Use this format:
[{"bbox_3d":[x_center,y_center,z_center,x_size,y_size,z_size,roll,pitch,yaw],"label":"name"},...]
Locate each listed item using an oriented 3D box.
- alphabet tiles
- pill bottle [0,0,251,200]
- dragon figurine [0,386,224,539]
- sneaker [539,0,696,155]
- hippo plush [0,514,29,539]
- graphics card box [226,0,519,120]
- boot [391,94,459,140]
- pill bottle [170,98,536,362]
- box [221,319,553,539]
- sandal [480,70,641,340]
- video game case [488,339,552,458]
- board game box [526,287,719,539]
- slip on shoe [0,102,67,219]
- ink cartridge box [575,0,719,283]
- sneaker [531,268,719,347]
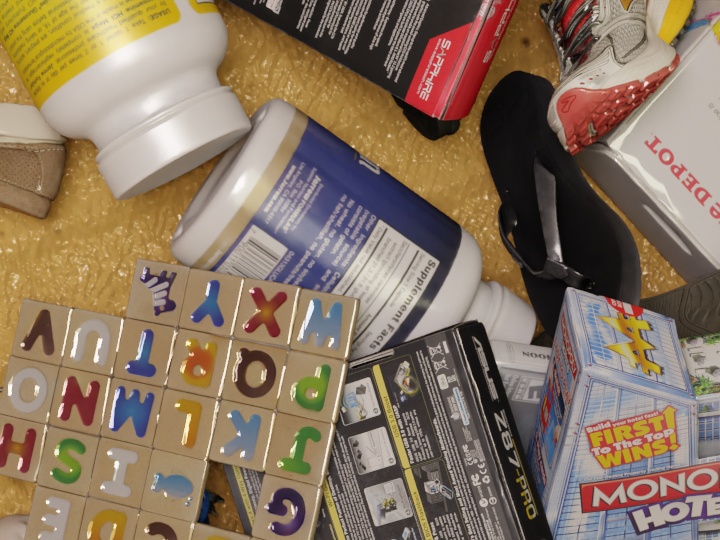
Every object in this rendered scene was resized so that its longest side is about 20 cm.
[{"bbox_3d":[-0.108,0.080,0.823,0.199,0.008,0.168,10,85,19],"label":"alphabet tiles"},{"bbox_3d":[-0.143,-0.145,0.820,0.112,0.112,0.201,-28,90,-9],"label":"pill bottle"},{"bbox_3d":[-0.120,0.129,0.863,0.059,0.099,0.200,-40,101,-7],"label":"dragon figurine"},{"bbox_3d":[0.133,-0.134,0.871,0.082,0.200,0.078,42,121,-8],"label":"sneaker"},{"bbox_3d":[-0.197,0.244,0.823,0.159,0.161,0.200,-37,100,-8],"label":"hippo plush"},{"bbox_3d":[-0.004,-0.181,0.825,0.200,0.051,0.126,31,110,21],"label":"graphics card box"},{"bbox_3d":[0.074,-0.197,0.894,0.157,0.079,0.212,-18,97,-11],"label":"boot"},{"bbox_3d":[0.000,0.000,0.876,0.200,0.111,0.111,35,86,-13],"label":"pill bottle"},{"bbox_3d":[0.020,0.146,0.815,0.161,0.049,0.201,-21,85,23],"label":"box"},{"bbox_3d":[0.102,-0.033,0.870,0.043,0.201,0.076,10,132,-31],"label":"sandal"},{"bbox_3d":[0.131,0.129,0.899,0.181,0.023,0.201,8,130,-13],"label":"video game case"},{"bbox_3d":[0.171,0.092,0.813,0.199,0.062,0.200,-9,133,4],"label":"board game box"},{"bbox_3d":[-0.264,-0.067,0.835,0.199,0.076,0.061,5,86,-20],"label":"slip on shoe"},{"bbox_3d":[0.247,-0.099,0.936,0.200,0.086,0.148,-46,103,-4],"label":"ink cartridge box"},{"bbox_3d":[0.190,0.070,0.914,0.199,0.075,0.106,-21,129,31],"label":"sneaker"}]
